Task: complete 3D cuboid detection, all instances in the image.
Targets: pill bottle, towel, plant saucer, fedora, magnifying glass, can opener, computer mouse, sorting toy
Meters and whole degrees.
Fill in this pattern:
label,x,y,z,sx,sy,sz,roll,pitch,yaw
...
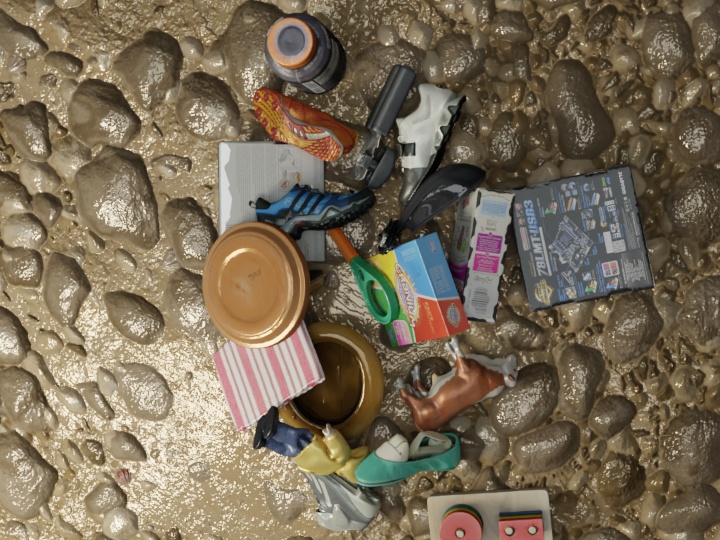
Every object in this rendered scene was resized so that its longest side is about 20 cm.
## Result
label,x,y,z,sx,sy,sz,roll,pitch,yaw
pill bottle,-0.088,-0.339,1.564,0.106,0.200,0.107,0,92,9
towel,-0.149,0.153,1.612,0.200,0.030,0.147,-35,65,27
plant saucer,-0.170,0.023,1.586,0.199,0.032,0.202,1,93,28
fedora,-0.048,0.178,1.642,0.199,0.082,0.202,2,99,9
magnifying glass,0.000,0.000,1.623,0.022,0.080,0.200,-21,65,-26
can opener,0.045,-0.231,1.633,0.067,0.053,0.201,23,96,-25
computer mouse,0.099,-0.107,1.539,0.200,0.139,0.053,-35,98,14
sorting toy,0.212,0.462,1.620,0.197,0.070,0.201,-6,92,9

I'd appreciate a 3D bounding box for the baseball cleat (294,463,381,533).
label,x,y,z,sx,sy,sz,roll,pitch,yaw
baseball cleat,-0.066,0.360,1.660,0.200,0.070,0.107,35,104,9

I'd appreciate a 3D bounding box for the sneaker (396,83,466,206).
label,x,y,z,sx,sy,sz,roll,pitch,yaw
sneaker,0.090,-0.202,1.602,0.088,0.074,0.201,26,106,12

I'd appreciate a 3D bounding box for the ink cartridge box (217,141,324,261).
label,x,y,z,sx,sy,sz,roll,pitch,yaw
ink cartridge box,-0.148,-0.112,1.665,0.172,0.044,0.201,-1,92,-13

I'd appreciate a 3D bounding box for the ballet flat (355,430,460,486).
label,x,y,z,sx,sy,sz,roll,pitch,yaw
ballet flat,0.076,0.288,1.590,0.199,0.067,0.071,-4,108,-34

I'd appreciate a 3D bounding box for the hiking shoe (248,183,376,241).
label,x,y,z,sx,sy,sz,roll,pitch,yaw
hiking shoe,-0.076,-0.106,1.610,0.199,0.074,0.087,-18,81,-1

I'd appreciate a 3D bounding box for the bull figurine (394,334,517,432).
label,x,y,z,sx,sy,sz,roll,pitch,yaw
bull figurine,0.155,0.178,1.619,0.200,0.065,0.122,-37,85,8

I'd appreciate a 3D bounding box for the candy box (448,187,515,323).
label,x,y,z,sx,sy,sz,roll,pitch,yaw
candy box,0.182,-0.027,1.565,0.061,0.136,0.201,7,95,-7

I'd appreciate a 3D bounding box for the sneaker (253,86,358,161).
label,x,y,z,sx,sy,sz,roll,pitch,yaw
sneaker,-0.093,-0.239,1.644,0.200,0.077,0.073,35,127,19

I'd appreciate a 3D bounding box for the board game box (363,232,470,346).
label,x,y,z,sx,sy,sz,roll,pitch,yaw
board game box,0.082,0.034,1.562,0.040,0.200,0.154,-19,89,-25

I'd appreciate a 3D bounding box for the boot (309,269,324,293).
label,x,y,z,sx,sy,sz,roll,pitch,yaw
boot,-0.132,0.068,1.664,0.199,0.074,0.076,-31,103,16

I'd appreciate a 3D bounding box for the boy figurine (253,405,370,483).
label,x,y,z,sx,sy,sz,roll,pitch,yaw
boy figurine,-0.063,0.278,1.580,0.199,0.065,0.124,22,136,-17

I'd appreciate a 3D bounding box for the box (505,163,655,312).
label,x,y,z,sx,sy,sz,roll,pitch,yaw
box,0.344,-0.050,1.587,0.197,0.050,0.201,-13,91,10
